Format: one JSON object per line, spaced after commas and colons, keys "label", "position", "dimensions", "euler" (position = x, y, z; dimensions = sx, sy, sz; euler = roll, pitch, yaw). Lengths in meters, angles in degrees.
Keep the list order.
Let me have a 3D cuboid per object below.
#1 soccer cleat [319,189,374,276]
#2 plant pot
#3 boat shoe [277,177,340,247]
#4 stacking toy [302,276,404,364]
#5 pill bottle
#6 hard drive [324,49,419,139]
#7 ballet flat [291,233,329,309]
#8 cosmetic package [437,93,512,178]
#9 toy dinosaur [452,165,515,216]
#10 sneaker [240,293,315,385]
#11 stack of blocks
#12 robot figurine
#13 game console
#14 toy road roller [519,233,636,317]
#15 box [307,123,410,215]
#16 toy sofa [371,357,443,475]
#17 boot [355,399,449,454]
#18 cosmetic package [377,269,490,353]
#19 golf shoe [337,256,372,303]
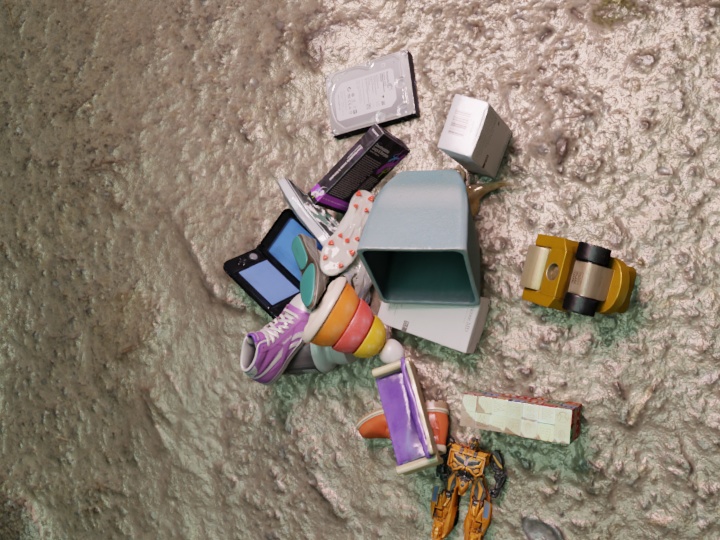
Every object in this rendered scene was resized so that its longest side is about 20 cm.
{"label": "soccer cleat", "position": [-0.024, -0.071, 1.455], "dimensions": [0.068, 0.078, 0.202], "euler": [25, 71, 2]}
{"label": "plant pot", "position": [0.122, -0.072, 1.310], "dimensions": [0.192, 0.197, 0.203], "euler": [0, 59, 18]}
{"label": "boat shoe", "position": [-0.102, -0.131, 1.542], "dimensions": [0.071, 0.072, 0.201], "euler": [-37, 75, -6]}
{"label": "stacking toy", "position": [-0.001, 0.121, 1.371], "dimensions": [0.198, 0.146, 0.147], "euler": [33, 101, -4]}
{"label": "pill bottle", "position": [-0.108, 0.159, 1.492], "dimensions": [0.197, 0.110, 0.113], "euler": [-7, 83, 24]}
{"label": "hard drive", "position": [0.023, -0.370, 1.509], "dimensions": [0.197, 0.038, 0.143], "euler": [-10, 83, 24]}
{"label": "ballet flat", "position": [-0.094, 0.001, 1.453], "dimensions": [0.068, 0.063, 0.202], "euler": [-54, 36, 31]}
{"label": "cosmetic package", "position": [0.215, -0.244, 1.318], "dimensions": [0.073, 0.199, 0.103], "euler": [22, 96, 24]}
{"label": "toy dinosaur", "position": [0.206, -0.154, 1.407], "dimensions": [0.198, 0.058, 0.102], "euler": [-30, 89, 27]}
{"label": "sneaker", "position": [-0.165, 0.123, 1.403], "dimensions": [0.072, 0.114, 0.203], "euler": [20, 76, 34]}
{"label": "stack of blocks", "position": [0.292, 0.261, 1.293], "dimensions": [0.197, 0.115, 0.060], "euler": [5, 88, 26]}
{"label": "robot figurine", "position": [0.199, 0.421, 1.357], "dimensions": [0.143, 0.058, 0.204], "euler": [9, 91, 24]}
{"label": "game console", "position": [-0.167, -0.015, 1.534], "dimensions": [0.199, 0.175, 0.118], "euler": [41, 131, 22]}
{"label": "toy road roller", "position": [0.396, 0.017, 1.276], "dimensions": [0.199, 0.144, 0.125], "euler": [21, 97, 62]}
{"label": "box", "position": [-0.002, -0.201, 1.450], "dimensions": [0.200, 0.142, 0.036], "euler": [-42, 70, 16]}
{"label": "toy sofa", "position": [0.083, 0.270, 1.327], "dimensions": [0.082, 0.098, 0.203], "euler": [-20, 64, 10]}
{"label": "boot", "position": [0.080, 0.323, 1.397], "dimensions": [0.197, 0.075, 0.109], "euler": [-13, 61, 24]}
{"label": "cosmetic package", "position": [0.143, 0.079, 1.395], "dimensions": [0.197, 0.081, 0.115], "euler": [16, 91, 26]}
{"label": "golf shoe", "position": [0.000, 0.000, 1.461], "dimensions": [0.077, 0.097, 0.203], "euler": [21, 94, 26]}
